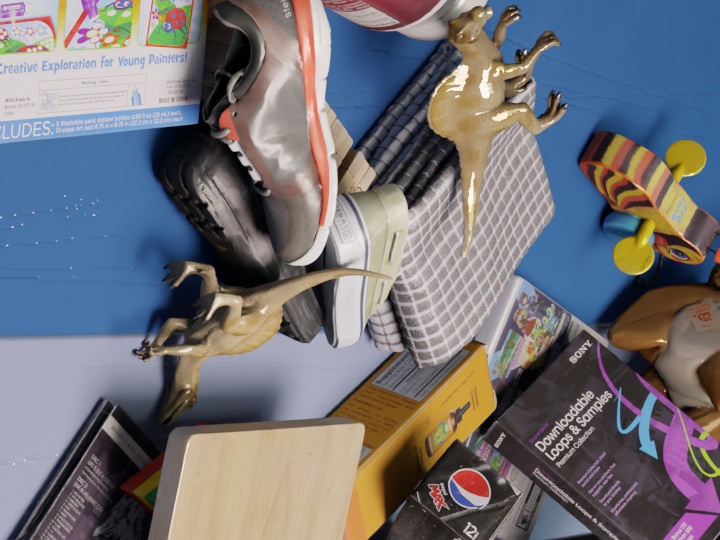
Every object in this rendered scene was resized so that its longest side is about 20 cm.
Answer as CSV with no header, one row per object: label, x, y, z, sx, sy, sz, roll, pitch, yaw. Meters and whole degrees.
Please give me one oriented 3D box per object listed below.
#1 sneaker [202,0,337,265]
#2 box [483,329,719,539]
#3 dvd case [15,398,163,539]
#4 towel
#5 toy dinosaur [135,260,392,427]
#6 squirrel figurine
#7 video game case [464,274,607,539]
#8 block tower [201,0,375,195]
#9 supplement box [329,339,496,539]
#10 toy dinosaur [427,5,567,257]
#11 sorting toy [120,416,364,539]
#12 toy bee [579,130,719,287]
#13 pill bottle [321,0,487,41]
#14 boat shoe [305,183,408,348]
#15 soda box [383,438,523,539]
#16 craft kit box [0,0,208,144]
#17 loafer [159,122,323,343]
sneaker,-0.065,-0.094,1.447,0.081,0.077,0.201,-13,118,-20
box,0.219,0.156,1.862,0.143,0.200,0.036,-42,166,-39
dvd case,-0.189,0.208,1.525,0.201,0.016,0.149,-58,142,-20
towel,0.071,-0.050,1.707,0.200,0.085,0.166,-51,140,-27
toy dinosaur,-0.084,0.027,1.514,0.200,0.058,0.101,-37,144,23
squirrel figurine,0.324,0.092,2.054,0.200,0.141,0.187,-49,149,-29
video game case,0.130,0.122,1.910,0.182,0.023,0.201,33,78,-53
block tower,-0.059,-0.108,1.535,0.054,0.058,0.200,-59,141,-19
supplement box,0.023,0.128,1.733,0.200,0.069,0.067,-40,134,-35
toy dinosaur,0.090,-0.117,1.597,0.101,0.058,0.201,-23,132,-25
sorting toy,-0.100,0.197,1.569,0.198,0.069,0.201,2,103,-54
toy bee,0.274,-0.051,1.958,0.200,0.108,0.132,20,86,-54
pill bottle,0.003,-0.228,1.517,0.200,0.114,0.115,19,89,-54
boat shoe,0.000,0.000,1.580,0.062,0.072,0.200,-18,162,-11
soda box,0.059,0.209,1.730,0.063,0.071,0.200,-47,171,-29
craft kit box,-0.170,-0.182,1.367,0.199,0.048,0.199,-10,114,-51
loafer,-0.068,-0.026,1.545,0.070,0.068,0.201,-49,136,-20
